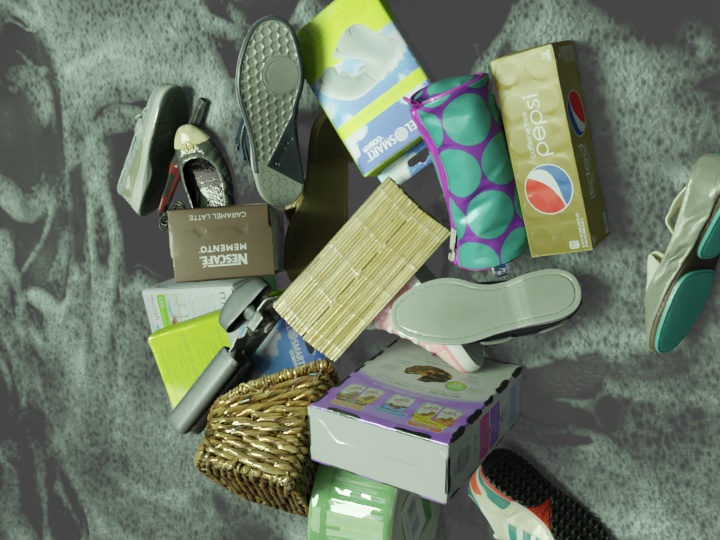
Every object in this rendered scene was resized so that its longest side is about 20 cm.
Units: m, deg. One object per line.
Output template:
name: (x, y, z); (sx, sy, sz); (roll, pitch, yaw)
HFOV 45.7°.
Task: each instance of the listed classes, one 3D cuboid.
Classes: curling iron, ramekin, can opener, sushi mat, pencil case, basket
curling iron: (-0.237, -0.141, 1.164); (0.049, 0.026, 0.202); (22, 114, 3)
ramekin: (0.026, 0.282, 1.025); (0.097, 0.200, 0.202); (5, 109, 25)
can opener: (-0.160, 0.098, 0.999); (0.067, 0.053, 0.200); (43, 100, 25)
sushi mat: (0.000, 0.000, 0.950); (0.096, 0.012, 0.200); (42, 96, 0)
pencil case: (0.112, -0.097, 0.873); (0.085, 0.092, 0.202); (38, 149, 65)
basket: (-0.105, 0.190, 1.014); (0.141, 0.150, 0.200); (12, 156, 13)

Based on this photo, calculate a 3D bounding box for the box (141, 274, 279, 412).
box: (-0.188, 0.106, 1.168); (0.175, 0.096, 0.202); (-5, 103, 35)

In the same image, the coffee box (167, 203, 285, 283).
coffee box: (-0.150, -0.032, 1.008); (0.113, 0.200, 0.081); (-5, 92, 0)

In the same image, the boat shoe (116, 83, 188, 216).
boat shoe: (-0.287, -0.168, 1.159); (0.065, 0.074, 0.203); (35, 129, 14)

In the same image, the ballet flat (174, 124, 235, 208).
ballet flat: (-0.200, -0.094, 1.127); (0.066, 0.057, 0.202); (-12, 101, 19)

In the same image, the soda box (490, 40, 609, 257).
soda box: (0.190, -0.120, 0.851); (0.067, 0.064, 0.202); (-7, 101, 35)

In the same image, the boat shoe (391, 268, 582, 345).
boat shoe: (0.133, 0.046, 0.903); (0.198, 0.060, 0.076); (-4, 71, 11)

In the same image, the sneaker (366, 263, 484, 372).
sneaker: (0.052, 0.054, 0.990); (0.105, 0.075, 0.201); (-44, 72, 21)

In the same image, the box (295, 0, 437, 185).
box: (0.017, -0.200, 0.938); (0.121, 0.048, 0.201); (-33, 85, 22)

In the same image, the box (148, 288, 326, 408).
box: (-0.144, 0.104, 1.047); (0.198, 0.048, 0.123); (-17, 100, 3)

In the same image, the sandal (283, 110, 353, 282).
sandal: (-0.057, -0.094, 1.043); (0.070, 0.077, 0.214); (42, 123, 56)

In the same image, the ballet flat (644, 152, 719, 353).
ballet flat: (0.310, -0.017, 0.815); (0.064, 0.067, 0.202); (48, 130, 46)

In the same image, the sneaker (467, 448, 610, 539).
sneaker: (0.207, 0.300, 0.994); (0.200, 0.070, 0.094); (42, 142, 13)

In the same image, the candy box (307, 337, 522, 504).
candy box: (0.066, 0.156, 0.945); (0.166, 0.200, 0.072); (10, 113, 30)

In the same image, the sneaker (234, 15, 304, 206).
sneaker: (-0.107, -0.193, 0.976); (0.076, 0.146, 0.204); (-4, 115, -10)
